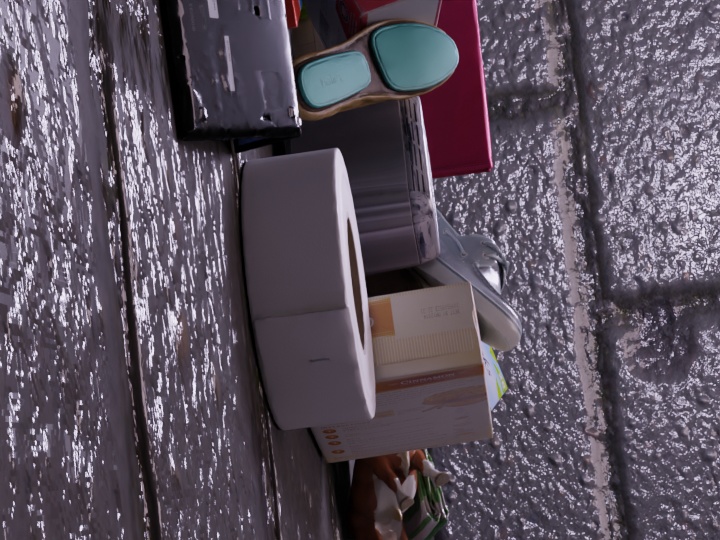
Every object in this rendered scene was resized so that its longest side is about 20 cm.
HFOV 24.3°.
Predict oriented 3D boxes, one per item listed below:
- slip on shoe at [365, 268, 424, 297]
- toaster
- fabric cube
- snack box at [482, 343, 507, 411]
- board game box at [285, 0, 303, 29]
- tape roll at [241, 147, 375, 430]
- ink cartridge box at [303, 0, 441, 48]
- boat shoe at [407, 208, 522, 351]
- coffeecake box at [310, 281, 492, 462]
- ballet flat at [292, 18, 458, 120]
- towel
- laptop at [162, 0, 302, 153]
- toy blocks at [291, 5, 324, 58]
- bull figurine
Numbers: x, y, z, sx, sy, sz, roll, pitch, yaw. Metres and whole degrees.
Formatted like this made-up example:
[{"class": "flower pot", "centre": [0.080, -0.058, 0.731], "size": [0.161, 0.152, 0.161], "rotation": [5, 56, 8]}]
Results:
[{"class": "slip on shoe", "centre": [0.000, 0.000, 1.502], "size": [0.061, 0.076, 0.200], "rotation": [62, -5, -31]}, {"class": "toaster", "centre": [-0.002, -0.072, 1.439], "size": [0.114, 0.128, 0.201], "rotation": [76, 8, -53]}, {"class": "fabric cube", "centre": [0.049, -0.205, 1.960], "size": [0.200, 0.195, 0.201], "rotation": [-32, 116, -87]}, {"class": "snack box", "centre": [0.071, 0.054, 1.667], "size": [0.169, 0.067, 0.201], "rotation": [-27, 96, -75]}, {"class": "board game box", "centre": [-0.082, -0.309, 1.357], "size": [0.153, 0.040, 0.201], "rotation": [-87, 169, -68]}, {"class": "tape roll", "centre": [-0.036, 0.014, 1.225], "size": [0.202, 0.070, 0.204], "rotation": [-7, 90, -86]}, {"class": "ink cartridge box", "centre": [-0.010, -0.279, 1.485], "size": [0.145, 0.083, 0.201], "rotation": [98, -32, -66]}, {"class": "boat shoe", "centre": [0.090, -0.006, 1.467], "size": [0.201, 0.071, 0.070], "rotation": [44, -11, 45]}, {"class": "coffeecake box", "centre": [0.029, 0.090, 1.404], "size": [0.200, 0.152, 0.074], "rotation": [74, 8, -66]}, {"class": "ballet flat", "centre": [-0.004, -0.167, 1.391], "size": [0.199, 0.063, 0.069], "rotation": [-17, 93, -42]}, {"class": "towel", "centre": [0.031, 0.185, 1.673], "size": [0.153, 0.023, 0.201], "rotation": [118, -40, -56]}, {"class": "laptop", "centre": [-0.101, -0.164, 1.044], "size": [0.200, 0.103, 0.179], "rotation": [-11, 93, -61]}, {"class": "toy blocks", "centre": [-0.002, -0.189, 1.628], "size": [0.200, 0.099, 0.138], "rotation": [11, 70, -57]}, {"class": "bull figurine", "centre": [0.027, 0.193, 1.559], "size": [0.122, 0.065, 0.201], "rotation": [-128, -148, -46]}]
